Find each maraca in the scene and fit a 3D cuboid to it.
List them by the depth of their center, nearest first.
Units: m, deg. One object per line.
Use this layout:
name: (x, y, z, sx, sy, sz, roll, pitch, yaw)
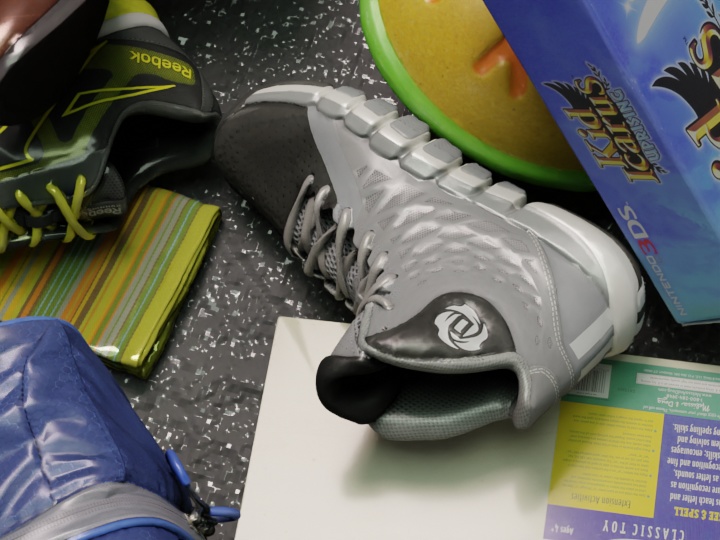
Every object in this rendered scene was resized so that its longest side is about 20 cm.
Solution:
maraca: (0.093, -0.092, 0.787, 0.199, 0.107, 0.138, 21, 69, -13)

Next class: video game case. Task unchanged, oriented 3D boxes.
video game case: (0.130, -0.113, 0.727, 0.045, 0.200, 0.181, -7, 36, 46)

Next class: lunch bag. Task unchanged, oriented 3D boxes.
lunch bag: (-0.137, 0.120, 0.669, 0.199, 0.136, 0.133, -26, 64, -1)

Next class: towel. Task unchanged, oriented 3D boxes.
towel: (-0.164, -0.019, 0.819, 0.199, 0.018, 0.086, 17, 60, 15)

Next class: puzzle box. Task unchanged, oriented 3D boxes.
puzzle box: (0.054, 0.092, 0.735, 0.199, 0.025, 0.134, 7, 63, 8)

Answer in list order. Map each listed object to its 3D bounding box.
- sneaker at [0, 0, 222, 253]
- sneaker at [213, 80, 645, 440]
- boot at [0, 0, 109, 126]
sneaker: (-0.142, -0.041, 0.774, 0.200, 0.075, 0.085, -38, 61, -22)
sneaker: (0.000, 0.000, 0.732, 0.199, 0.075, 0.115, 25, 49, 26)
boot: (-0.184, -0.157, 0.750, 0.199, 0.069, 0.189, 26, 49, -6)
